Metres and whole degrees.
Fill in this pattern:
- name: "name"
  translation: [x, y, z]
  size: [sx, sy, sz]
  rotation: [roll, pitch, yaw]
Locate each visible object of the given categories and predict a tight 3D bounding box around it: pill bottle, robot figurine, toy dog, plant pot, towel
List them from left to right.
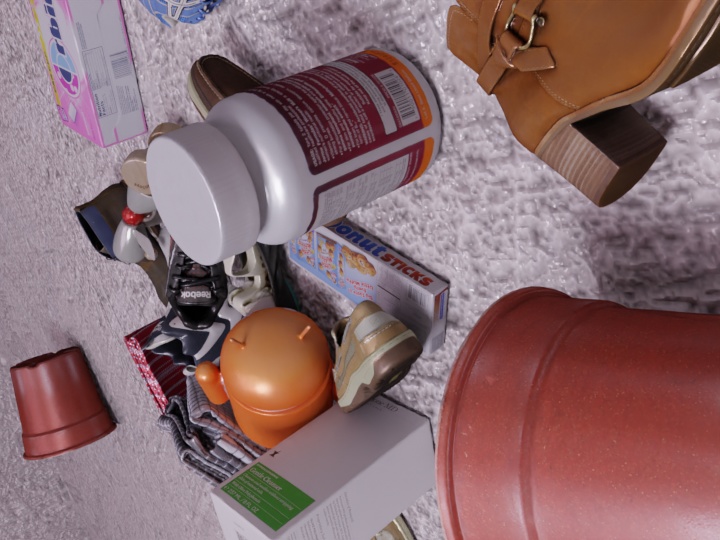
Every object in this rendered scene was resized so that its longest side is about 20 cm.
- name: "plant pot"
  translation: [-0.656, 0.279, 1.685]
  size: [0.201, 0.201, 0.196]
  rotation: [-5, 101, 55]
- name: "toy dog"
  translation: [-0.229, -0.079, 0.918]
  size: [0.096, 0.132, 0.200]
  rotation: [27, 152, -5]
- name: "towel"
  translation: [-0.225, 0.153, 1.049]
  size: [0.022, 0.145, 0.200]
  rotation: [-24, 95, 29]
- name: "towel"
  translation: [-0.148, 0.223, 0.938]
  size: [0.200, 0.086, 0.166]
  rotation: [41, 176, -21]
- name: "robot figurine"
  translation: [-0.085, 0.115, 0.828]
  size: [0.144, 0.117, 0.200]
  rotation: [28, 151, 18]
- name: "pill bottle"
  translation: [-0.044, -0.085, 0.564]
  size: [0.110, 0.200, 0.110]
  rotation: [33, 137, 37]
- name: "plant pot"
  translation: [0.178, 0.106, 0.414]
  size: [0.195, 0.201, 0.201]
  rotation: [-4, 110, 47]

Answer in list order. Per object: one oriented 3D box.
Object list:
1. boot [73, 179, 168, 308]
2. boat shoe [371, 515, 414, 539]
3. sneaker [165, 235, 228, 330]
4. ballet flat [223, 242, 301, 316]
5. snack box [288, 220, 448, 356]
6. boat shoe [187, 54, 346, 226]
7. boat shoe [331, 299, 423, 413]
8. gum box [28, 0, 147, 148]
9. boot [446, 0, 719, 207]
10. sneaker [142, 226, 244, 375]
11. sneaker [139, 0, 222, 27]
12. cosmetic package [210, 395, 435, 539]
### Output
- name: "boot"
  translation: [-0.317, -0.022, 1.073]
  size: [0.075, 0.097, 0.200]
  rotation: [1, 114, 53]
- name: "boat shoe"
  translation: [0.027, 0.332, 0.895]
  size: [0.200, 0.066, 0.074]
  rotation: [55, 146, 10]
- name: "sneaker"
  translation: [-0.177, -0.016, 0.854]
  size: [0.098, 0.071, 0.201]
  rotation: [-104, 19, -50]
- name: "ballet flat"
  translation: [-0.116, 0.004, 0.846]
  size: [0.068, 0.068, 0.200]
  rotation: [16, 126, 46]
- name: "snack box"
  translation: [0.000, 0.000, 0.726]
  size: [0.200, 0.024, 0.072]
  rotation: [33, 140, 36]
- name: "boat shoe"
  translation: [-0.071, -0.134, 0.691]
  size: [0.202, 0.075, 0.075]
  rotation: [43, 137, 10]
- name: "boat shoe"
  translation: [0.005, 0.075, 0.720]
  size: [0.076, 0.072, 0.200]
  rotation: [54, 157, 12]
- name: "gum box"
  translation: [-0.334, -0.255, 0.952]
  size: [0.113, 0.066, 0.200]
  rotation: [29, 135, 38]
- name: "boot"
  translation: [0.121, -0.146, 0.416]
  size: [0.155, 0.074, 0.200]
  rotation: [52, 143, 22]
- name: "sneaker"
  translation: [-0.229, 0.043, 0.972]
  size: [0.199, 0.129, 0.079]
  rotation: [60, 145, 2]
- name: "sneaker"
  translation: [-0.144, -0.271, 0.697]
  size: [0.200, 0.076, 0.077]
  rotation: [10, 144, 50]
- name: "cosmetic package"
  translation: [-0.029, 0.211, 0.761]
  size: [0.108, 0.200, 0.085]
  rotation: [17, 128, 44]
